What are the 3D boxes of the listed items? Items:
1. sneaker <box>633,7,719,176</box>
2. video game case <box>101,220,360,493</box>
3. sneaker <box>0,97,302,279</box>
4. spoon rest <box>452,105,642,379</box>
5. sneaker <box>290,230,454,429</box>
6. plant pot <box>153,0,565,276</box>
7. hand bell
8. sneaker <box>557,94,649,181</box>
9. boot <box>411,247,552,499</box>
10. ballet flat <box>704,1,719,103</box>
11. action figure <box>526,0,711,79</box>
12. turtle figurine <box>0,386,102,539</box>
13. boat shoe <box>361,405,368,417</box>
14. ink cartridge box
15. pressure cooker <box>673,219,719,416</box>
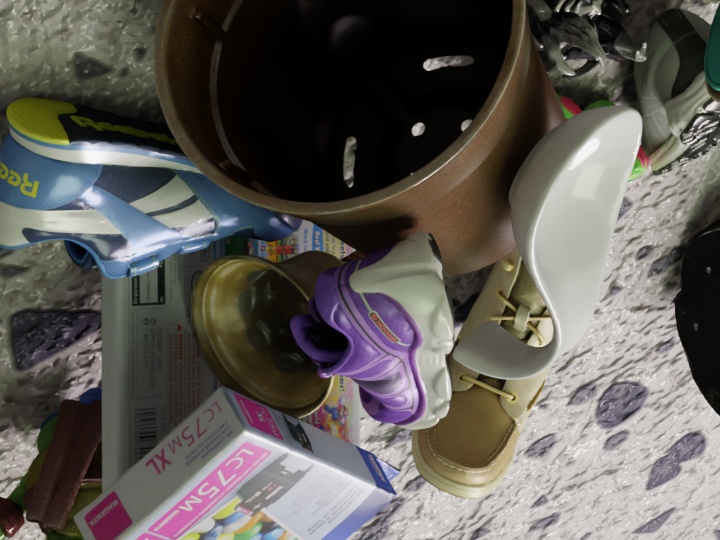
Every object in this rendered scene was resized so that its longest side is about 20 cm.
[{"bbox_3d":[0.210,-0.116,1.456,0.074,0.079,0.200,-29,170,-3],"label":"sneaker"},{"bbox_3d":[-0.075,0.051,1.374,0.182,0.024,0.200,-3,94,-39],"label":"video game case"},{"bbox_3d":[-0.123,-0.038,1.274,0.200,0.074,0.082,12,106,-38],"label":"sneaker"},{"bbox_3d":[0.107,-0.010,1.241,0.099,0.061,0.200,-37,157,-38],"label":"spoon rest"},{"bbox_3d":[0.004,0.033,1.234,0.083,0.081,0.200,-10,157,-2],"label":"sneaker"},{"bbox_3d":[0.017,-0.094,1.242,0.200,0.200,0.198,-37,155,4],"label":"plant pot"},{"bbox_3d":[0.000,0.000,1.376,0.200,0.104,0.104,-34,156,-45],"label":"hand bell"},{"bbox_3d":[0.119,-0.065,1.431,0.084,0.077,0.200,-36,164,21],"label":"sneaker"},{"bbox_3d":[0.101,0.043,1.512,0.200,0.073,0.156,-57,171,-51],"label":"boot"},{"bbox_3d":[0.262,-0.181,1.358,0.062,0.067,0.200,31,74,-41],"label":"ballet flat"},{"bbox_3d":[0.139,-0.166,1.323,0.119,0.102,0.200,-40,147,-12],"label":"action figure"},{"bbox_3d":[-0.176,0.194,1.412,0.144,0.194,0.200,33,108,-34],"label":"turtle figurine"},{"bbox_3d":[-0.042,0.059,1.489,0.068,0.075,0.200,-32,145,28],"label":"boat shoe"},{"bbox_3d":[-0.061,0.141,1.335,0.119,0.042,0.200,-41,148,13],"label":"ink cartridge box"},{"bbox_3d":[0.357,0.023,1.684,0.200,0.176,0.179,-15,118,-28],"label":"pressure cooker"}]
